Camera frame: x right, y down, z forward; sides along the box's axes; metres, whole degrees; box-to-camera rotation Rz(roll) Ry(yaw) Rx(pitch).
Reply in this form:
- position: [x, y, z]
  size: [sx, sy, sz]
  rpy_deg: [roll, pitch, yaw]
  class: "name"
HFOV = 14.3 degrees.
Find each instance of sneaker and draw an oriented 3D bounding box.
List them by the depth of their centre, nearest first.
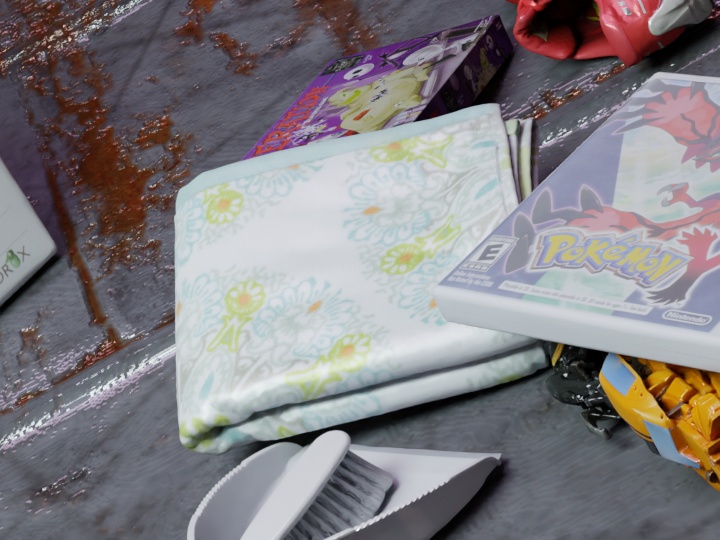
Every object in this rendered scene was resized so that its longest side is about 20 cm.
- position: [0.113, -0.162, 1.653]
  size: [0.085, 0.077, 0.200]
  rpy_deg: [-42, 29, -16]
  class: "sneaker"

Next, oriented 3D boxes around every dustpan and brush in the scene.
- position: [-0.043, 0.128, 1.330]
  size: [0.139, 0.057, 0.200]
  rpy_deg: [0, 40, 44]
  class: "dustpan and brush"

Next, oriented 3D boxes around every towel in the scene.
- position: [0.000, 0.000, 1.462]
  size: [0.200, 0.048, 0.171]
  rpy_deg: [-15, 43, 11]
  class: "towel"

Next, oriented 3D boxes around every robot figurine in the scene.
- position: [0.162, 0.028, 1.307]
  size: [0.145, 0.058, 0.200]
  rpy_deg: [-30, 28, -7]
  class: "robot figurine"

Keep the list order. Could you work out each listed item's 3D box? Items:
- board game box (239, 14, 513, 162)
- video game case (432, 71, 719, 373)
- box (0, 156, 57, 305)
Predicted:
- position: [0.003, -0.085, 1.641]
  size: [0.120, 0.032, 0.200]
  rpy_deg: [-18, 19, 28]
  class: "board game box"
- position: [0.158, -0.027, 1.316]
  size: [0.200, 0.023, 0.182]
  rpy_deg: [9, 44, 48]
  class: "video game case"
- position: [-0.338, -0.023, 1.740]
  size: [0.199, 0.171, 0.200]
  rpy_deg: [7, 44, 49]
  class: "box"
